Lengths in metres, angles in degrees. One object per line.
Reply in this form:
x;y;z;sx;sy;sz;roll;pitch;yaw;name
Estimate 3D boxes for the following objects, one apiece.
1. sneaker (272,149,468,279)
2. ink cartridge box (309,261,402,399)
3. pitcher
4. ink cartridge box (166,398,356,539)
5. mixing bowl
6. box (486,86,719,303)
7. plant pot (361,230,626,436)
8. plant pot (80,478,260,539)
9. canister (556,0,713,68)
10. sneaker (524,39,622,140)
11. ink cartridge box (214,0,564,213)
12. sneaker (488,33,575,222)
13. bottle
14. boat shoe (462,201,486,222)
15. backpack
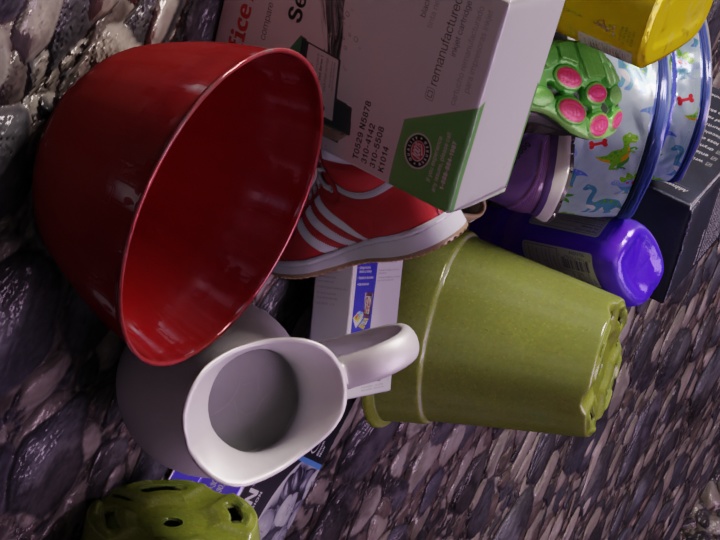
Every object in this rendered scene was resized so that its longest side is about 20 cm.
-0.019;-0.060;1.330;0.071;0.200;0.113;-39;108;-38;sneaker
0.000;0.000;1.500;0.099;0.039;0.200;0;98;-66;ink cartridge box
-0.065;0.070;1.229;0.171;0.200;0.121;-19;99;-20;pitcher
-0.088;0.160;1.519;0.198;0.043;0.200;-62;158;-4;ink cartridge box
-0.121;-0.055;1.103;0.200;0.108;0.200;-50;155;-34;mixing bowl
0.258;-0.100;1.805;0.197;0.200;0.124;-41;150;-45;box
0.123;0.062;1.625;0.200;0.190;0.200;14;90;-72;plant pot
-0.140;0.259;1.354;0.200;0.200;0.190;-26;125;-58;plant pot
0.155;-0.233;1.414;0.148;0.200;0.087;-32;143;-54;canister
0.112;-0.134;1.402;0.200;0.084;0.077;3;90;-32;sneaker
0.011;-0.146;1.185;0.084;0.200;0.146;-25;136;-54;ink cartridge box
0.123;-0.133;1.488;0.076;0.087;0.200;113;-11;-47;sneaker
0.177;-0.022;1.707;0.065;0.200;0.084;-53;131;-21;bottle
0.034;-0.083;1.426;0.201;0.063;0.073;43;59;-59;boat shoe
0.222;-0.148;1.622;0.183;0.147;0.200;103;-5;-54;backpack
